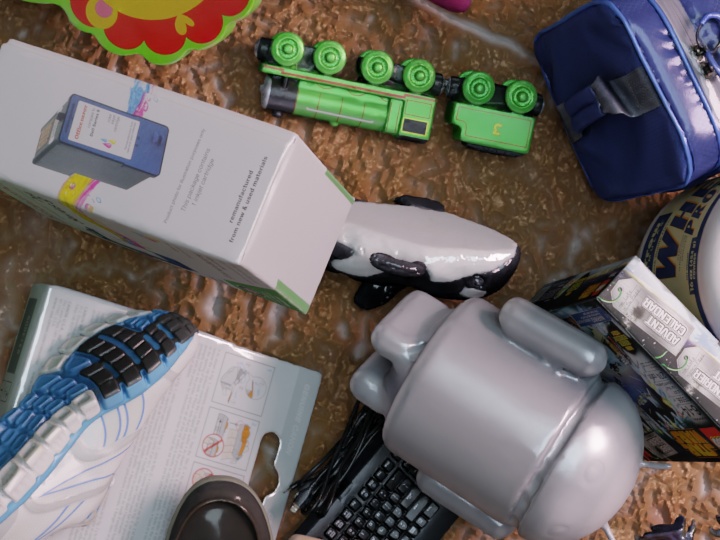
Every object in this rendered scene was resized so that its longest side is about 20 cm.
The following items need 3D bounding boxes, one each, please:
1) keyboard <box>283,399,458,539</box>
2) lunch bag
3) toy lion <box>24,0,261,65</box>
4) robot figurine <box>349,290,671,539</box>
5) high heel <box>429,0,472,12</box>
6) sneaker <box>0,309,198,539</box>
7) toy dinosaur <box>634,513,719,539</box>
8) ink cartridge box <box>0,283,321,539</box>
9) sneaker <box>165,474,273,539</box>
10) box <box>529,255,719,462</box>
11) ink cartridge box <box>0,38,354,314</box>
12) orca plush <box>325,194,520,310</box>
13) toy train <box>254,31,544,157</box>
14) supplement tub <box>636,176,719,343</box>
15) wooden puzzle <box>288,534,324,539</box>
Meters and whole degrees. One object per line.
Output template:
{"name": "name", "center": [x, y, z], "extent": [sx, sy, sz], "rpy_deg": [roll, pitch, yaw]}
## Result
{"name": "keyboard", "center": [0.005, 0.157, 1.308], "extent": [0.104, 0.040, 0.200], "rpy_deg": [42, 78, -6]}
{"name": "lunch bag", "center": [0.197, -0.121, 1.278], "extent": [0.132, 0.200, 0.136], "rpy_deg": [-27, 91, -12]}
{"name": "toy lion", "center": [-0.157, -0.219, 1.240], "extent": [0.199, 0.069, 0.193], "rpy_deg": [-11, 105, 15]}
{"name": "robot figurine", "center": [0.094, 0.094, 1.255], "extent": [0.200, 0.170, 0.113], "rpy_deg": [33, 39, 11]}
{"name": "high heel", "center": [-0.018, -0.227, 1.315], "extent": [0.096, 0.067, 0.200], "rpy_deg": [-40, 88, -19]}
{"name": "sneaker", "center": [-0.172, 0.107, 1.234], "extent": [0.200, 0.075, 0.087], "rpy_deg": [-42, 130, -19]}
{"name": "toy dinosaur", "center": [0.238, 0.245, 1.291], "extent": [0.105, 0.200, 0.182], "rpy_deg": [-17, 97, 18]}
{"name": "ink cartridge box", "center": [-0.140, 0.112, 1.301], "extent": [0.199, 0.047, 0.161], "rpy_deg": [19, 83, -24]}
{"name": "sneaker", "center": [-0.091, 0.234, 1.237], "extent": [0.074, 0.106, 0.201], "rpy_deg": [6, 99, -5]}
{"name": "box", "center": [0.178, 0.061, 1.264], "extent": [0.137, 0.200, 0.040], "rpy_deg": [45, 79, -3]}
{"name": "ink cartridge box", "center": [-0.122, -0.056, 1.221], "extent": [0.199, 0.145, 0.088], "rpy_deg": [21, 83, 18]}
{"name": "orca plush", "center": [0.000, 0.000, 1.308], "extent": [0.199, 0.105, 0.071], "rpy_deg": [3, 117, -11]}
{"name": "toy train", "center": [0.024, -0.116, 1.335], "extent": [0.199, 0.042, 0.057], "rpy_deg": [10, 95, -8]}
{"name": "supplement tub", "center": [0.259, 0.005, 1.280], "extent": [0.144, 0.200, 0.146], "rpy_deg": [1, 86, -9]}
{"name": "wooden puzzle", "center": [-0.008, 0.268, 1.256], "extent": [0.200, 0.037, 0.186], "rpy_deg": [22, 81, -47]}
